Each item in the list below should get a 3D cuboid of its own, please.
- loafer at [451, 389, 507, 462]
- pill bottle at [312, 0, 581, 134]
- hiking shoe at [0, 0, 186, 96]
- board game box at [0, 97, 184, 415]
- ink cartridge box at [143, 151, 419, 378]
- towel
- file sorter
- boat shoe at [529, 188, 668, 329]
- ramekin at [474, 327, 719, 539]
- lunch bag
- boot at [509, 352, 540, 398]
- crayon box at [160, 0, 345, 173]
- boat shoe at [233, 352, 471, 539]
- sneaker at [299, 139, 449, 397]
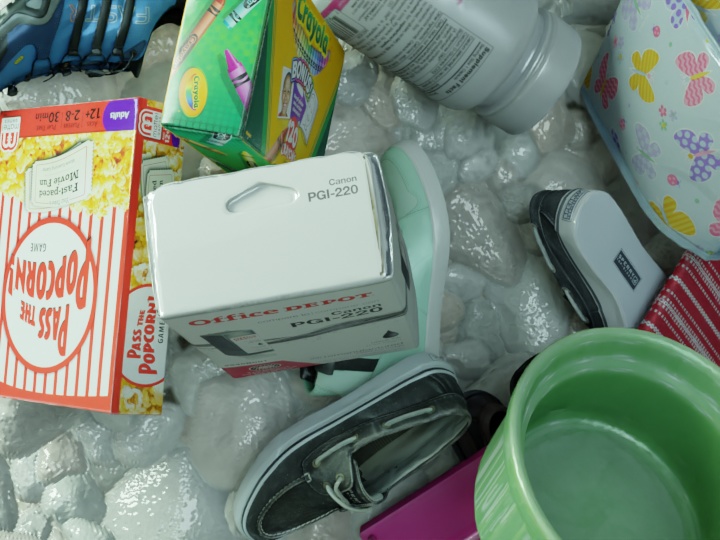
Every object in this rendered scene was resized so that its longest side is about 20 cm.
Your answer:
[{"bbox_3d":[0.140,0.181,0.983,0.072,0.063,0.200,-40,99,-16],"label":"loafer"},{"bbox_3d":[0.062,-0.193,0.943,0.199,0.113,0.114,30,80,-20],"label":"pill bottle"},{"bbox_3d":[-0.194,-0.167,0.886,0.200,0.074,0.087,-39,98,-15],"label":"hiking shoe"},{"bbox_3d":[-0.190,-0.009,0.844,0.046,0.151,0.202,8,84,-50],"label":"board game box"},{"bbox_3d":[-0.042,0.003,0.812,0.144,0.200,0.086,-10,72,5],"label":"ink cartridge box"},{"bbox_3d":[0.274,0.057,1.020,0.145,0.022,0.201,45,73,-37],"label":"towel"},{"bbox_3d":[0.108,0.256,0.913,0.139,0.125,0.201,-34,99,11],"label":"file sorter"},{"bbox_3d":[0.195,0.013,1.007,0.072,0.068,0.200,-51,124,-20],"label":"boat shoe"},{"bbox_3d":[0.170,0.147,0.809,0.198,0.098,0.201,10,52,-13],"label":"ramekin"},{"bbox_3d":[0.270,-0.129,0.942,0.126,0.170,0.201,-6,52,-16],"label":"lunch bag"},{"bbox_3d":[0.158,0.155,0.911,0.068,0.200,0.131,-40,113,20],"label":"boot"},{"bbox_3d":[-0.067,-0.129,0.861,0.058,0.200,0.120,10,84,12],"label":"crayon box"},{"bbox_3d":[-0.008,0.139,0.905,0.200,0.071,0.072,-40,128,7],"label":"boat shoe"},{"bbox_3d":[0.000,0.000,0.938,0.117,0.074,0.202,0,90,-24],"label":"sneaker"}]
